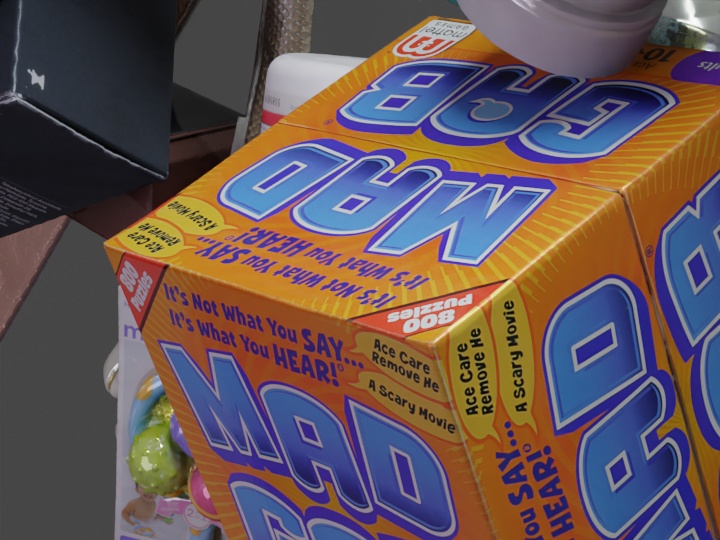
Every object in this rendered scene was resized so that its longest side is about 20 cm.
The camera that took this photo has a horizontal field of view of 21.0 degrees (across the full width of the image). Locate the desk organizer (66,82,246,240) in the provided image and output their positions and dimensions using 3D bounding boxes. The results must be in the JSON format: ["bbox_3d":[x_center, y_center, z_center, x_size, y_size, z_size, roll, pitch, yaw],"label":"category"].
[{"bbox_3d":[-0.154,-0.077,1.168,0.199,0.071,0.078,27,123,44],"label":"desk organizer"}]

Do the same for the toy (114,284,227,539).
[{"bbox_3d":[-0.089,0.116,1.067,0.114,0.047,0.201,12,121,14],"label":"toy"}]

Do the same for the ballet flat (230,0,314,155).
[{"bbox_3d":[-0.030,-0.122,1.002,0.067,0.046,0.202,-27,-51,-87],"label":"ballet flat"}]

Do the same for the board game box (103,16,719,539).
[{"bbox_3d":[0.057,0.037,0.795,0.199,0.199,0.201,15,134,48],"label":"board game box"}]

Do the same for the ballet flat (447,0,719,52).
[{"bbox_3d":[0.114,-0.117,0.841,0.200,0.069,0.072,35,106,40],"label":"ballet flat"}]

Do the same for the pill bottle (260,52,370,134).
[{"bbox_3d":[0.000,0.000,0.946,0.112,0.112,0.202,16,103,47],"label":"pill bottle"}]

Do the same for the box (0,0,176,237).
[{"bbox_3d":[-0.213,-0.134,1.087,0.196,0.124,0.202,-17,61,35],"label":"box"}]

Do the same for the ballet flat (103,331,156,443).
[{"bbox_3d":[-0.111,0.073,1.114,0.072,0.072,0.202,29,139,42],"label":"ballet flat"}]

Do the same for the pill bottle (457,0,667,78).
[{"bbox_3d":[0.106,-0.171,0.699,0.111,0.110,0.201,52,137,27],"label":"pill bottle"}]
